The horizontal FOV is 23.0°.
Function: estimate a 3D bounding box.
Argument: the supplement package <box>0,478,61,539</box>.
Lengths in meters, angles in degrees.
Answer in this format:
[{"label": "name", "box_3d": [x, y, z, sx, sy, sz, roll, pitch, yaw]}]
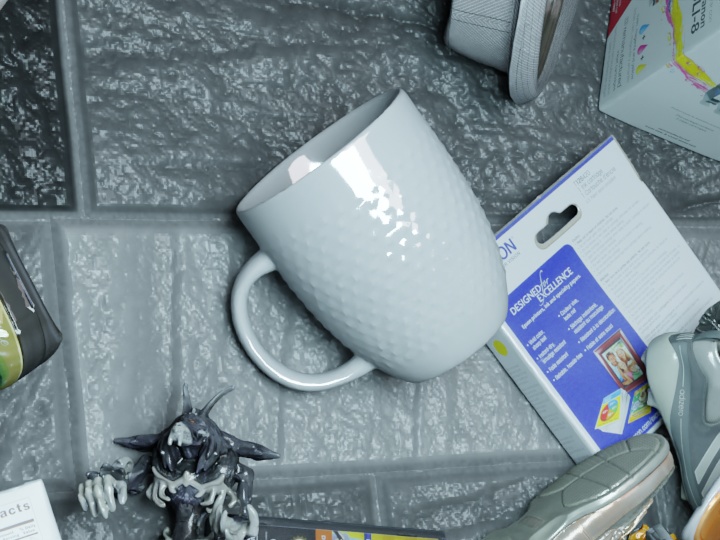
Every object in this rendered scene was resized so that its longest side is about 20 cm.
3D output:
[{"label": "supplement package", "box_3d": [-0.225, 0.243, 1.066, 0.113, 0.109, 0.201, -14, 81, -30]}]

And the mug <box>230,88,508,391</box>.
[{"label": "mug", "box_3d": [0.000, 0.000, 1.259, 0.200, 0.148, 0.176, -37, 101, -2]}]

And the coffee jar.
[{"label": "coffee jar", "box_3d": [-0.291, 0.049, 1.108, 0.199, 0.085, 0.105, -25, 84, -31]}]

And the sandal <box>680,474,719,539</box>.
[{"label": "sandal", "box_3d": [0.302, 0.194, 1.309, 0.079, 0.059, 0.206, -56, 146, 2]}]

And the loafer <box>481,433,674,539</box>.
[{"label": "loafer", "box_3d": [0.153, 0.197, 1.299, 0.199, 0.072, 0.063, -34, 108, -14]}]

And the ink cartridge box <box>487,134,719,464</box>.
[{"label": "ink cartridge box", "box_3d": [0.189, 0.028, 1.395, 0.197, 0.047, 0.200, -38, 92, -30]}]

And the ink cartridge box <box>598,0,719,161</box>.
[{"label": "ink cartridge box", "box_3d": [0.313, -0.203, 1.442, 0.144, 0.200, 0.146, 20, 65, -21]}]

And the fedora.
[{"label": "fedora", "box_3d": [0.118, -0.227, 1.395, 0.090, 0.178, 0.200, 13, 41, 12]}]

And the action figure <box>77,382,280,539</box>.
[{"label": "action figure", "box_3d": [-0.118, 0.164, 1.149, 0.118, 0.102, 0.202, 4, 74, 7]}]

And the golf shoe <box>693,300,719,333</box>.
[{"label": "golf shoe", "box_3d": [0.315, 0.089, 1.403, 0.095, 0.077, 0.201, -57, 136, -42]}]

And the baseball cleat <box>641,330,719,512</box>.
[{"label": "baseball cleat", "box_3d": [0.283, 0.133, 1.341, 0.201, 0.106, 0.070, 60, 44, -26]}]

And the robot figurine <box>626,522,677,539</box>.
[{"label": "robot figurine", "box_3d": [0.237, 0.278, 1.278, 0.058, 0.145, 0.201, -24, 72, -8]}]

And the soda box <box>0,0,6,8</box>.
[{"label": "soda box", "box_3d": [-0.294, -0.158, 1.182, 0.063, 0.068, 0.201, 37, 60, -13]}]

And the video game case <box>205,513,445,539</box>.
[{"label": "video game case", "box_3d": [-0.022, 0.274, 1.214, 0.180, 0.025, 0.202, 8, 69, -25]}]
